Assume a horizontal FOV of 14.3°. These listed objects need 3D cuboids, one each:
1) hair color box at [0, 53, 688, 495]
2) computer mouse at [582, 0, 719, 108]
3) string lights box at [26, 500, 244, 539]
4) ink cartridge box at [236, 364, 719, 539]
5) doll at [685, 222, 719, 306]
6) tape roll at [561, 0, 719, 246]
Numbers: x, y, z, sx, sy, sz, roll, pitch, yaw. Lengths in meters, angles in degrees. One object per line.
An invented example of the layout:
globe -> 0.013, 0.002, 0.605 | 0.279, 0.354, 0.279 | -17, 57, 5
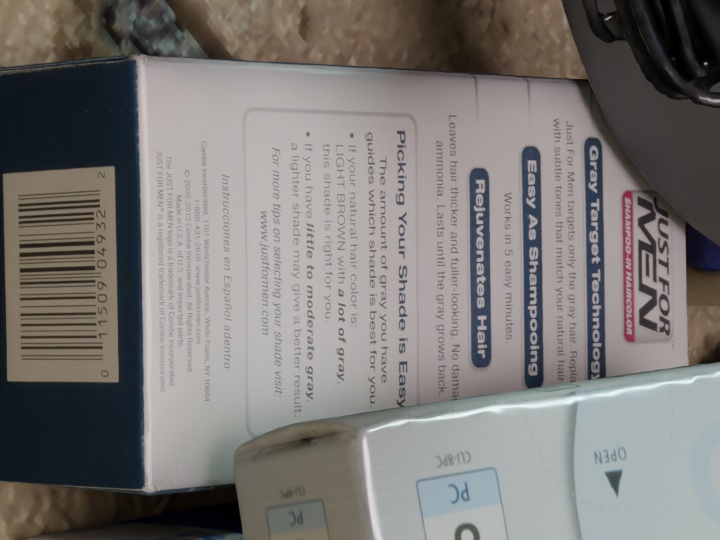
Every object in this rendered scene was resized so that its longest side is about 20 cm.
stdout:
hair color box -> 0.000, 0.000, 0.726 | 0.199, 0.060, 0.101 | -1, 90, -45
computer mouse -> 0.101, -0.146, 0.634 | 0.139, 0.053, 0.201 | 53, 56, -43
string lights box -> 0.010, 0.106, 0.736 | 0.199, 0.059, 0.103 | -7, 94, -46
ink cartridge box -> 0.056, 0.128, 0.676 | 0.160, 0.047, 0.201 | -5, 83, -46
doll -> 0.122, -0.089, 0.860 | 0.136, 0.048, 0.201 | 4, 87, -47
tape roll -> 0.132, -0.104, 0.786 | 0.200, 0.066, 0.202 | 12, 75, -49
